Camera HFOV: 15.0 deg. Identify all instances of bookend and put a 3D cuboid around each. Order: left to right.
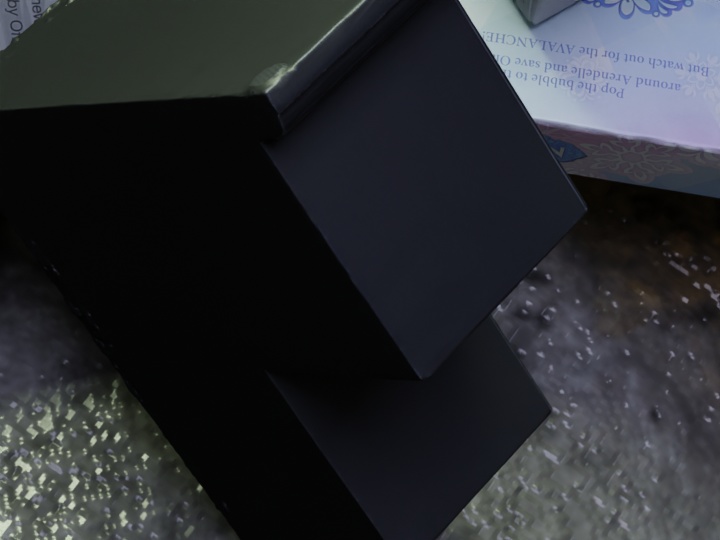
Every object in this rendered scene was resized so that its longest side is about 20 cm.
[{"bbox_3d":[0.000,0.000,0.816,0.092,0.200,0.199,-45,113,-25],"label":"bookend"}]

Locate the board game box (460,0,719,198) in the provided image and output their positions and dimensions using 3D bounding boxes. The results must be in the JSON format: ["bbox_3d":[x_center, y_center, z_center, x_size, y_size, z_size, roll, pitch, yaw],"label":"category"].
[{"bbox_3d":[0.126,-0.124,0.957,0.199,0.043,0.200,10,68,0],"label":"board game box"}]

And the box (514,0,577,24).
[{"bbox_3d":[0.116,-0.189,0.904,0.199,0.101,0.113,-28,73,-14],"label":"box"}]

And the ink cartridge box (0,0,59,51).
[{"bbox_3d":[-0.127,-0.103,0.910,0.199,0.084,0.145,-10,109,-14],"label":"ink cartridge box"}]
